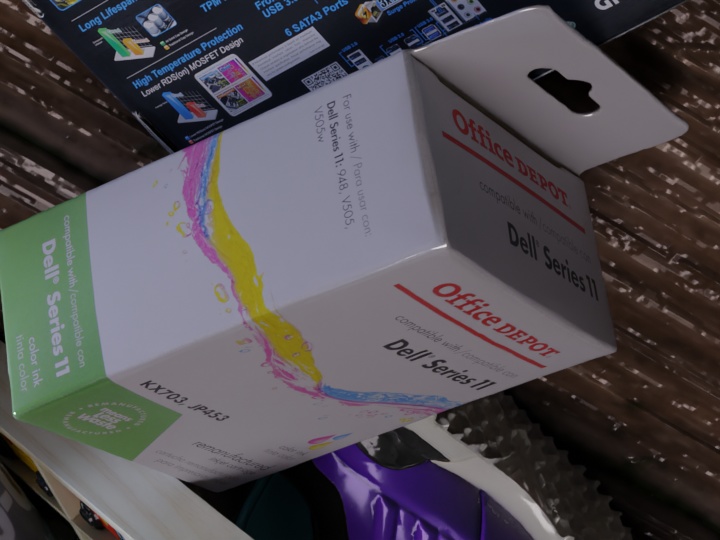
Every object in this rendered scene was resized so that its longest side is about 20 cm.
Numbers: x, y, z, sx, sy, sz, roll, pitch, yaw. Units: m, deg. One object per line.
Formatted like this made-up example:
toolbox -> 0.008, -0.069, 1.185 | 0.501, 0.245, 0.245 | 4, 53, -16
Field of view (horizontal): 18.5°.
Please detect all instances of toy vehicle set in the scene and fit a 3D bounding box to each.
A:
toy vehicle set -> -0.071, 0.111, 0.808 | 0.200, 0.026, 0.125 | 30, 153, 46

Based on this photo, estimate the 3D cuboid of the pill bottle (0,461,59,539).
pill bottle -> -0.188, 0.092, 0.823 | 0.113, 0.114, 0.201 | -25, 108, 31

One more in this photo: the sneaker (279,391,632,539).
sneaker -> 0.030, 0.100, 0.822 | 0.099, 0.070, 0.200 | -35, 109, 21

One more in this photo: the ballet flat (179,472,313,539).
ballet flat -> -0.062, 0.079, 0.844 | 0.072, 0.068, 0.201 | 2, 136, 39

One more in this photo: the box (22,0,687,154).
box -> -0.008, -0.113, 0.659 | 0.199, 0.046, 0.159 | -26, 123, 32

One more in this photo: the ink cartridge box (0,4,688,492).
ink cartridge box -> 0.000, 0.000, 0.690 | 0.199, 0.068, 0.117 | -22, 152, 26
